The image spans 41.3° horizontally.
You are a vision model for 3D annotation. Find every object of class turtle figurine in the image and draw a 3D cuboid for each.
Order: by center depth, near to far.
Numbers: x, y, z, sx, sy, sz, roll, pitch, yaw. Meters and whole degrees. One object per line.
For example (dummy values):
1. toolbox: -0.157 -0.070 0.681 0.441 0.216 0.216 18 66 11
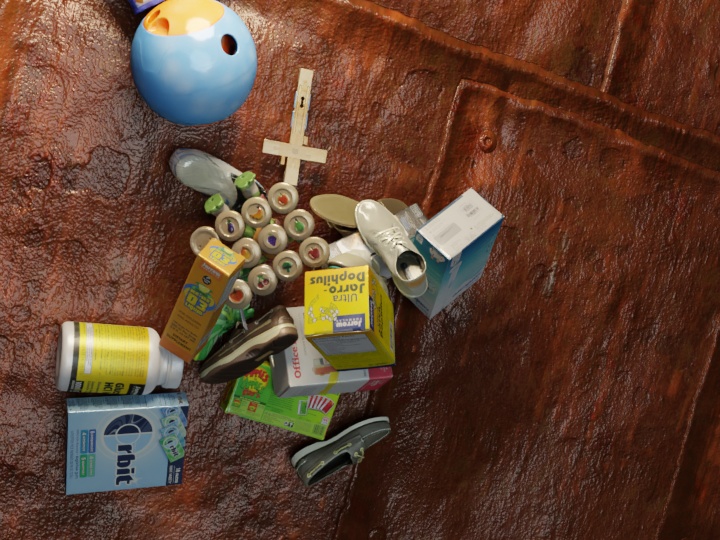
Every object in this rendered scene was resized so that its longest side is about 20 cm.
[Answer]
1. turtle figurine: -0.162 -0.050 1.582 0.195 0.143 0.201 53 34 -29

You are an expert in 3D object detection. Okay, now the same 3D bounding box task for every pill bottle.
1. pill bottle: -0.399 0.148 1.584 0.197 0.112 0.114 6 97 -21

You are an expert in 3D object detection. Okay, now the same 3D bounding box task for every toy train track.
1. toy train track: -0.111 -0.250 1.676 0.113 0.033 0.203 9 90 -15

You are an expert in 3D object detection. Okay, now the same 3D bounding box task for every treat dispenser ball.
1. treat dispenser ball: -0.263 -0.330 1.508 0.198 0.201 0.204 -4 100 -20

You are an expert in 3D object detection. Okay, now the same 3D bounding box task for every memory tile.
1. memory tile: -0.163 -0.039 1.539 0.198 0.017 0.155 -28 100 9

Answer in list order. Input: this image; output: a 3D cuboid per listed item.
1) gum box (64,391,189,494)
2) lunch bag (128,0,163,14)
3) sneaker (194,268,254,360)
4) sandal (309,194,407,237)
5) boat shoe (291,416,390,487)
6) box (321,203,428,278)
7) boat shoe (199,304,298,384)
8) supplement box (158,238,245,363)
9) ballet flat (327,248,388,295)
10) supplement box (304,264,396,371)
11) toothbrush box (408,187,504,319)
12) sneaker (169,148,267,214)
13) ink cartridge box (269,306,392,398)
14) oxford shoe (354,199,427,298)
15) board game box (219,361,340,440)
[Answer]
1. gum box: -0.398 0.292 1.620 0.197 0.045 0.172 -1 118 -20
2. lunch bag: -0.308 -0.520 1.503 0.199 0.123 0.172 -33 110 -21
3. sneaker: -0.229 0.074 1.659 0.083 0.074 0.201 32 86 -19
4. sandal: -0.008 -0.086 1.723 0.209 0.078 0.070 -2 139 -35
5. boat shoe: -0.028 0.336 1.775 0.200 0.061 0.072 -23 147 -12
6. box: 0.028 -0.030 1.716 0.198 0.117 0.060 -25 64 -16
7. boat shoe: -0.195 0.125 1.637 0.201 0.076 0.075 -29 153 18
8. supplement box: -0.256 0.050 1.535 0.066 0.069 0.201 31 120 4
9. ballet flat: 0.000 0.000 1.607 0.070 0.069 0.200 -53 152 -5
10. supplement box: -0.014 0.082 1.561 0.107 0.200 0.111 -6 67 12
11. toothbrush box: 0.162 -0.027 1.711 0.146 0.201 0.085 -37 67 -26
12. sneaker: -0.237 -0.153 1.626 0.199 0.073 0.072 29 106 -37
13. ink cartridge box: -0.057 0.141 1.698 0.197 0.083 0.147 -3 71 -23
14. oxford shoe: 0.055 -0.046 1.628 0.074 0.058 0.201 -25 67 -13
15. board game box: -0.144 0.229 1.732 0.198 0.048 0.103 20 91 -23
